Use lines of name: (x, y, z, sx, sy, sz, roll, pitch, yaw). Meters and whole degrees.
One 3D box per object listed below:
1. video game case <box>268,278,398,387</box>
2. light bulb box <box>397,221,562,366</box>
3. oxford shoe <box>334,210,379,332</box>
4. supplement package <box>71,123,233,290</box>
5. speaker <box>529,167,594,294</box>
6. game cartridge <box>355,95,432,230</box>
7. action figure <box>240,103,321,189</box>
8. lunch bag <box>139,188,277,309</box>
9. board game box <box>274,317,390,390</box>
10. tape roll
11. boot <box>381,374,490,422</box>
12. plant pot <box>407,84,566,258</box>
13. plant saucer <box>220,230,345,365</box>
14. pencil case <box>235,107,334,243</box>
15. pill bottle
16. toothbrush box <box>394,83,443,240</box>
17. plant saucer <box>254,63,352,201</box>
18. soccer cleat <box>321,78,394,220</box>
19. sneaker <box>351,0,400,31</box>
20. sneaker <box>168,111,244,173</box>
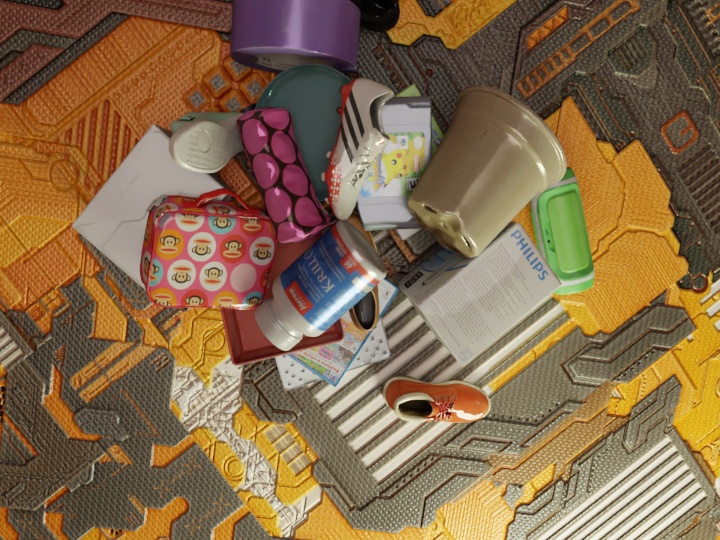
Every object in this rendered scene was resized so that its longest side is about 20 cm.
video game case: (-0.045, 0.075, 1.174, 0.141, 0.018, 0.203, 33, 93, -9)
light bulb box: (0.184, 0.022, 1.123, 0.199, 0.198, 0.126, -39, 101, 0)
oxford shoe: (0.000, 0.000, 1.125, 0.069, 0.071, 0.206, -13, 96, -2)
supplement package: (-0.323, -0.100, 1.106, 0.155, 0.111, 0.201, 41, 93, -8)
speaker: (0.344, -0.067, 1.184, 0.086, 0.088, 0.206, -14, 98, -3)
game cartridge: (0.048, -0.166, 1.084, 0.129, 0.041, 0.206, -2, 99, 2)
action figure: (-0.120, -0.182, 1.127, 0.127, 0.069, 0.205, -21, 90, 13)
lunch bag: (-0.224, -0.036, 1.038, 0.195, 0.082, 0.181, 5, 111, -29)
board game box: (-0.065, 0.080, 1.195, 0.195, 0.026, 0.205, -17, 98, -3)
tape roll: (-0.098, -0.356, 1.048, 0.194, 0.200, 0.088, 4, 96, -5)
boot: (0.139, 0.234, 1.193, 0.194, 0.107, 0.077, 7, 95, -7)
plant pot: (0.170, -0.131, 1.021, 0.200, 0.200, 0.185, 41, 80, -9)
plant saucer: (-0.136, 0.035, 1.142, 0.194, 0.037, 0.205, -13, 89, 7)
pencil case: (-0.111, -0.143, 1.025, 0.092, 0.091, 0.205, -21, 93, -15)
pill bottle: (-0.065, 0.028, 1.056, 0.199, 0.112, 0.112, -42, 99, 12)
toothbrush box: (0.074, -0.177, 1.145, 0.144, 0.086, 0.203, -33, 98, 1)
plant saucer: (-0.073, -0.209, 1.061, 0.194, 0.027, 0.206, 3, 100, 16)
soccer cleat: (-0.001, -0.171, 0.997, 0.083, 0.068, 0.206, 13, 98, 28)
sneaker: (-0.029, -0.434, 1.102, 0.194, 0.091, 0.078, 4, 98, -4)
sneaker: (-0.250, -0.193, 1.032, 0.115, 0.200, 0.076, 5, 111, 21)
